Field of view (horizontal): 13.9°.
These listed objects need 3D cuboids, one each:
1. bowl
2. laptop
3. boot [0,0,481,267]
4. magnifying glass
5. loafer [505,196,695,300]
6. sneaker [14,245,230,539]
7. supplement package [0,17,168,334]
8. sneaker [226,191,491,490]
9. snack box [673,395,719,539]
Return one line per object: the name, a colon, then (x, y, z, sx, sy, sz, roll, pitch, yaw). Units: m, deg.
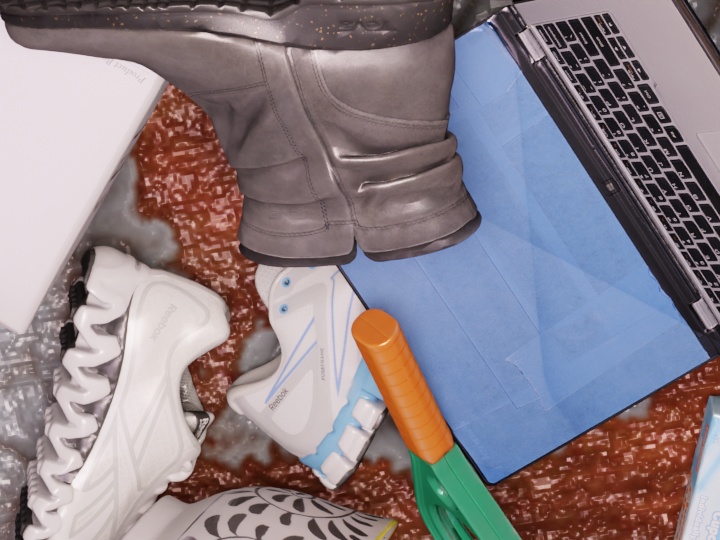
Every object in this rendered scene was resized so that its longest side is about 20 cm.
bowl: (-0.080, 0.166, 1.349, 0.094, 0.201, 0.201, 37, 104, 6)
laptop: (0.090, -0.010, 1.249, 0.116, 0.200, 0.188, -40, 106, -20)
boot: (-0.052, -0.062, 1.224, 0.199, 0.070, 0.132, 5, 120, 15)
magnifying glass: (0.040, 0.092, 1.345, 0.022, 0.080, 0.200, -40, 132, -13)
loafer: (0.156, -0.014, 1.349, 0.199, 0.072, 0.063, 7, 90, -3)
sneaker: (-0.116, 0.091, 1.392, 0.081, 0.075, 0.201, 13, 108, -11)
supplement package: (-0.147, -0.097, 1.316, 0.121, 0.120, 0.201, 30, 104, -5)
sneaker: (0.000, 0.000, 1.358, 0.086, 0.075, 0.201, 29, 105, 2)
snack box: (0.200, 0.168, 1.402, 0.116, 0.037, 0.201, 12, 105, 1)
